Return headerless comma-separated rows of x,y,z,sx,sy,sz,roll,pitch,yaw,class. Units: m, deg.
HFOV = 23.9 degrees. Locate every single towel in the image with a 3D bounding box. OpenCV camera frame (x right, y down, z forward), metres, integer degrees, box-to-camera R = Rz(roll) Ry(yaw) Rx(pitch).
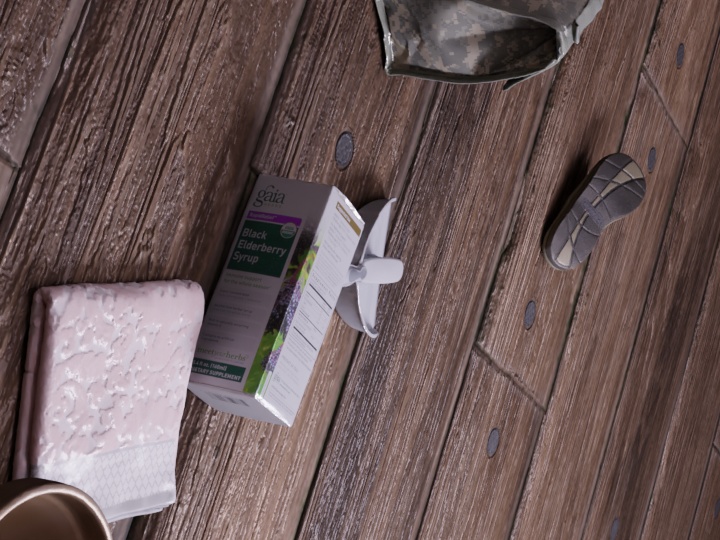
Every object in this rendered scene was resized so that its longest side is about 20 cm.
-0.192,0.103,1.316,0.200,0.032,0.192,-2,101,-63,towel

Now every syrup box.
-0.073,0.024,1.465,0.081,0.078,0.201,48,57,-57,syrup box

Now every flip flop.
0.289,-0.075,2.160,0.081,0.057,0.200,50,64,-17,flip flop

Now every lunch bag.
0.140,-0.257,1.649,0.164,0.199,0.118,-53,142,-43,lunch bag

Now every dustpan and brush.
0.000,0.000,1.619,0.200,0.057,0.140,-2,101,-62,dustpan and brush

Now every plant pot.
-0.260,0.234,1.162,0.201,0.092,0.202,-33,128,-55,plant pot
